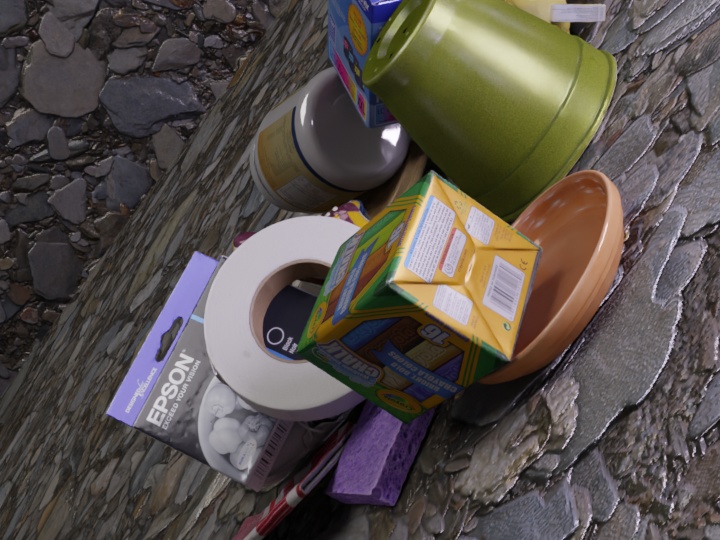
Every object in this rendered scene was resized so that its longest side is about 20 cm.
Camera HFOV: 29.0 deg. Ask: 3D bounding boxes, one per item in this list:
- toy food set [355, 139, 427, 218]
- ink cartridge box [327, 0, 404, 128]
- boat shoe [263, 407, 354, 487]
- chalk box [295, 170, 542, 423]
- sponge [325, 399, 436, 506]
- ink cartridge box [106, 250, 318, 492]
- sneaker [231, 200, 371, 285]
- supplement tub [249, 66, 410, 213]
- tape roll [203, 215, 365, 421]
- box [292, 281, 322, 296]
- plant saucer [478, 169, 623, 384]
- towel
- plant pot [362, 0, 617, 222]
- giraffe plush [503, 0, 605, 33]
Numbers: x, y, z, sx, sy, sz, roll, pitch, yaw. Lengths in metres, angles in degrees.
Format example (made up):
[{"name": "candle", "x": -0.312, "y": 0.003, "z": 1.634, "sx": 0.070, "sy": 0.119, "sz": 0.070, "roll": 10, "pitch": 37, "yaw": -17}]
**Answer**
[{"name": "toy food set", "x": 0.024, "y": -0.067, "z": 1.650, "sx": 0.199, "sy": 0.048, "sz": 0.200, "roll": -56, "pitch": 17, "yaw": 6}, {"name": "ink cartridge box", "x": 0.020, "y": -0.273, "z": 1.471, "sx": 0.201, "sy": 0.075, "sz": 0.137, "roll": 93, "pitch": 156, "yaw": -47}, {"name": "boat shoe", "x": -0.046, "y": 0.140, "z": 1.403, "sx": 0.200, "sy": 0.072, "sz": 0.068, "roll": -40, "pitch": 10, "yaw": -18}, {"name": "chalk box", "x": 0.036, "y": 0.034, "z": 1.169, "sx": 0.200, "sy": 0.123, "sz": 0.126, "roll": -37, "pitch": 25, "yaw": 49}, {"name": "sponge", "x": 0.038, "y": 0.124, "z": 1.295, "sx": 0.202, "sy": 0.030, "sz": 0.111, "roll": -65, "pitch": 17, "yaw": -19}, {"name": "ink cartridge box", "x": -0.141, "y": 0.090, "z": 1.394, "sx": 0.200, "sy": 0.198, "sz": 0.043, "roll": -63, "pitch": -26, "yaw": -13}, {"name": "sneaker", "x": -0.033, "y": -0.031, "z": 1.431, "sx": 0.075, "sy": 0.197, "sz": 0.091, "roll": 28, "pitch": -106, "yaw": -78}, {"name": "supplement tub", "x": -0.042, "y": -0.148, "z": 1.649, "sx": 0.146, "sy": 0.144, "sz": 0.200, "roll": -63, "pitch": 17, "yaw": -20}, {"name": "tape roll", "x": -0.053, "y": 0.045, "z": 1.343, "sx": 0.204, "sy": 0.201, "sz": 0.037, "roll": -61, "pitch": -24, "yaw": -14}, {"name": "box", "x": -0.068, "y": 0.036, "z": 1.657, "sx": 0.069, "sy": 0.081, "sz": 0.200, "roll": -65, "pitch": 17, "yaw": 5}, {"name": "plant saucer", "x": 0.153, "y": 0.010, "z": 1.157, "sx": 0.201, "sy": 0.037, "sz": 0.201, "roll": -52, "pitch": 17, "yaw": 22}, {"name": "towel", "x": -0.086, "y": 0.236, "z": 1.368, "sx": 0.200, "sy": 0.023, "sz": 0.144, "roll": -47, "pitch": -2, "yaw": 31}, {"name": "plant pot", "x": 0.112, "y": -0.183, "z": 1.355, "sx": 0.201, "sy": 0.192, "sz": 0.201, "roll": -50, "pitch": 17, "yaw": 22}, {"name": "giraffe plush", "x": 0.166, "y": -0.318, "z": 1.497, "sx": 0.163, "sy": 0.198, "sz": 0.174, "roll": -73, "pitch": -1, "yaw": -59}]
